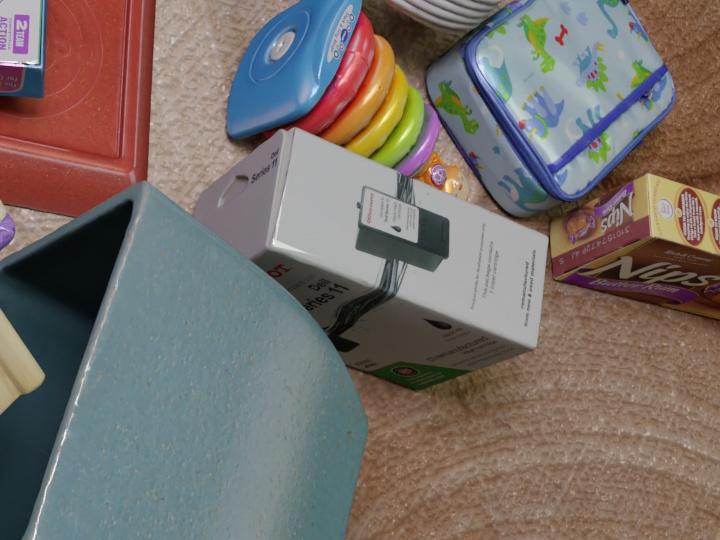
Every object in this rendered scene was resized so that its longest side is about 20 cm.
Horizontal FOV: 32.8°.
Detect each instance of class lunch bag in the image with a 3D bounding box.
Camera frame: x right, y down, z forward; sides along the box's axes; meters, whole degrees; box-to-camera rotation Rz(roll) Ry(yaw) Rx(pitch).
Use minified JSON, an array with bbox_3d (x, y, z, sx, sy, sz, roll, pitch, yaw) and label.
[{"bbox_3d":[0.161,-0.147,0.993,0.200,0.082,0.162,-38,99,-35],"label":"lunch bag"}]

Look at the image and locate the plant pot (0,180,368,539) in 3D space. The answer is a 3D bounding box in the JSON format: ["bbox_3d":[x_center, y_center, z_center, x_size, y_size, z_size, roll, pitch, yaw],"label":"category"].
[{"bbox_3d":[-0.110,0.103,0.672,0.199,0.195,0.198,30,60,-31],"label":"plant pot"}]

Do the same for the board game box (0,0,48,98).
[{"bbox_3d":[-0.280,-0.182,0.704,0.197,0.040,0.155,2,72,-13],"label":"board game box"}]

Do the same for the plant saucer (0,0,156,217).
[{"bbox_3d":[-0.218,-0.143,0.772,0.197,0.037,0.203,10,69,-30],"label":"plant saucer"}]

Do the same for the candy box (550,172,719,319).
[{"bbox_3d":[0.266,-0.015,0.992,0.198,0.116,0.057,12,68,-30],"label":"candy box"}]

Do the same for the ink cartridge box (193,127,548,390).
[{"bbox_3d":[0.000,0.000,0.798,0.198,0.146,0.084,21,65,-24],"label":"ink cartridge box"}]

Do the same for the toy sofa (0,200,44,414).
[{"bbox_3d":[-0.241,0.007,0.603,0.098,0.198,0.083,-48,138,-29],"label":"toy sofa"}]

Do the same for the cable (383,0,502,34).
[{"bbox_3d":[0.026,-0.261,0.905,0.200,0.069,0.200,41,27,0],"label":"cable"}]

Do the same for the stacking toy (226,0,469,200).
[{"bbox_3d":[0.013,-0.101,0.880,0.199,0.109,0.117,38,61,-31],"label":"stacking toy"}]
